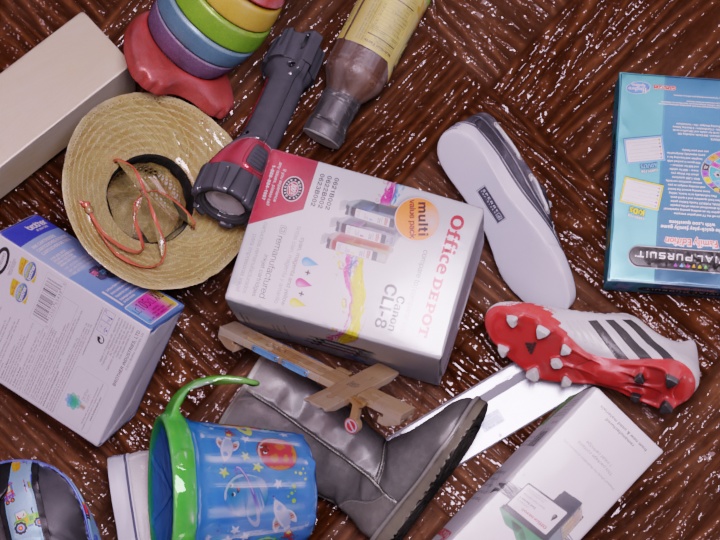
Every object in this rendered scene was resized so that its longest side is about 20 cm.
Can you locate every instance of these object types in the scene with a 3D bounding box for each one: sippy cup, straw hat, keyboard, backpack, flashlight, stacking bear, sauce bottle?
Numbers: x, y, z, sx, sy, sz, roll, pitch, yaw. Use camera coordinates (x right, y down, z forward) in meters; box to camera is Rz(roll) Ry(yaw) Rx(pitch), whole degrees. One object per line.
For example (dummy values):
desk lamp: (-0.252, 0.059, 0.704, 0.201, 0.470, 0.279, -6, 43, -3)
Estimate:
sippy cup: (-0.108, 0.190, 1.343, 0.130, 0.140, 0.178, 1, 123, -17)
straw hat: (-0.203, -0.059, 1.458, 0.200, 0.085, 0.202, 13, 62, -26)
keyboard: (0.117, 0.132, 1.447, 0.200, 0.011, 0.056, -30, 83, -3)
backpack: (-0.302, 0.272, 1.375, 0.182, 0.135, 0.201, -16, 79, 2)
flashlight: (-0.093, -0.134, 1.461, 0.067, 0.068, 0.200, 12, 57, 13)
stacking bear: (-0.116, -0.255, 1.442, 0.200, 0.121, 0.114, -42, 50, 29)
sauce bottle: (0.007, -0.212, 1.495, 0.065, 0.065, 0.200, 27, 83, 8)

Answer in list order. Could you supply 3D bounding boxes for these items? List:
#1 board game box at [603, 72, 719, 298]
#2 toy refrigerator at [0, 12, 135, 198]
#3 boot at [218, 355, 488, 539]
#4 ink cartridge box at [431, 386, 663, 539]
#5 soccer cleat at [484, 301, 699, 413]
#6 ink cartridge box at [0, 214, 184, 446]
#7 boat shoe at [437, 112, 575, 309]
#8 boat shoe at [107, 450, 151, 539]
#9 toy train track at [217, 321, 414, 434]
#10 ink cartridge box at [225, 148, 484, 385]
board game box: (0.308, -0.078, 1.458, 0.150, 0.047, 0.201, 5, 79, 4)
toy refrigerator: (-0.314, -0.147, 1.487, 0.200, 0.070, 0.076, -41, 79, -16)
boot: (-0.009, 0.136, 1.420, 0.200, 0.073, 0.182, 39, 90, 17)
ink cartridge box: (0.154, 0.202, 1.359, 0.084, 0.146, 0.200, 44, 85, 5)
soccer cleat: (0.212, 0.067, 1.424, 0.199, 0.069, 0.085, 17, 37, 13)
ink cartridge box: (-0.280, 0.044, 1.426, 0.200, 0.076, 0.137, 31, 113, 7)
boat shoe: (0.148, -0.055, 1.454, 0.068, 0.072, 0.200, -34, 91, -42)
boat shoe: (-0.170, 0.258, 1.410, 0.086, 0.075, 0.203, -11, 69, -5)
toy train track: (-0.043, 0.098, 1.377, 0.200, 0.115, 0.033, 24, 115, 28)
ink cartridge box: (0.000, 0.000, 1.410, 0.199, 0.145, 0.146, 16, 78, 5)
